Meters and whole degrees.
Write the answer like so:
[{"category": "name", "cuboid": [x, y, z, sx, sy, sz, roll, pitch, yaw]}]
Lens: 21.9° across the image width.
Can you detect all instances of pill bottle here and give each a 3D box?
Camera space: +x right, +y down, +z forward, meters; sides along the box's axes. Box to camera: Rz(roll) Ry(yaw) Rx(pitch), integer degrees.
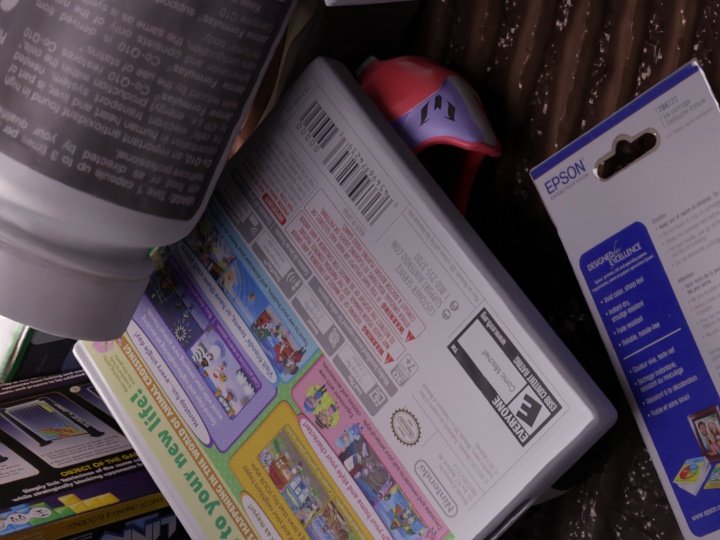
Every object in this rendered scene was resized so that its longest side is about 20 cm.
[{"category": "pill bottle", "cuboid": [-0.101, -0.080, 0.762, 0.114, 0.114, 0.201, 34, 103, 39]}]

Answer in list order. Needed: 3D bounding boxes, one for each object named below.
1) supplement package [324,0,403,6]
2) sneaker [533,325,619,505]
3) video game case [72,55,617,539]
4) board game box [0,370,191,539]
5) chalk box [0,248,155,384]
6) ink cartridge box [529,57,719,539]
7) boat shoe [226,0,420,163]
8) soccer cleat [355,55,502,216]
[{"category": "supplement package", "cuboid": [0.066, -0.194, 0.669, 0.200, 0.119, 0.122, -32, 74, 47]}, {"category": "sneaker", "cuboid": [0.023, 0.082, 0.794, 0.200, 0.088, 0.074, -28, 85, 47]}, {"category": "video game case", "cuboid": [-0.016, 0.045, 0.766, 0.182, 0.022, 0.200, -48, 62, 21]}, {"category": "board game box", "cuboid": [-0.156, 0.100, 0.918, 0.165, 0.200, 0.057, 26, 118, 43]}, {"category": "chalk box", "cuboid": [-0.134, -0.032, 0.926, 0.200, 0.124, 0.125, 51, 130, 28]}, {"category": "ink cartridge box", "cuboid": [0.141, 0.030, 0.692, 0.099, 0.039, 0.201, -33, 74, 46]}, {"category": "boat shoe", "cuboid": [-0.028, -0.091, 0.838, 0.072, 0.076, 0.201, 41, 117, 40]}, {"category": "soccer cleat", "cuboid": [0.000, 0.000, 0.821, 0.077, 0.067, 0.200, 52, 127, 42]}]
